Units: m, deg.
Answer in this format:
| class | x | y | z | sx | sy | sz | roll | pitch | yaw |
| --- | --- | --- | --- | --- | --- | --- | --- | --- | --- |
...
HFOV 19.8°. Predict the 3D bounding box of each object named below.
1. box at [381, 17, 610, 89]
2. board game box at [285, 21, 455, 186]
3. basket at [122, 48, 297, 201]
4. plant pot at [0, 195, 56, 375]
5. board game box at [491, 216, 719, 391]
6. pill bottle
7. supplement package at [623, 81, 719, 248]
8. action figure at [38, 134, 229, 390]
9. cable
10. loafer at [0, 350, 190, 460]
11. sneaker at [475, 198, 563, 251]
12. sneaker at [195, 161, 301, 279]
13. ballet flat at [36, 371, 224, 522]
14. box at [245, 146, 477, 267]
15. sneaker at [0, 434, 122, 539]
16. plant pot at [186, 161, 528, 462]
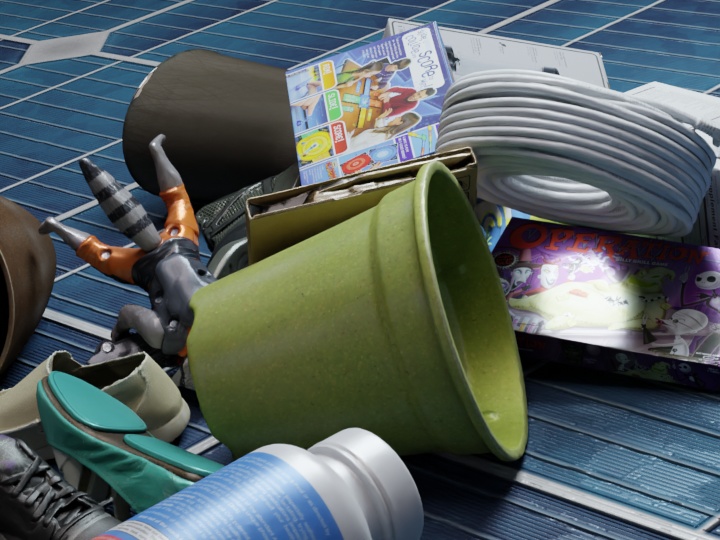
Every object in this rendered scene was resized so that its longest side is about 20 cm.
| class | x | y | z | sx | sy | sz | roll | pitch | yaw |
| --- | --- | --- | --- | --- | --- | --- | --- | --- | --- |
| box | 0.116 | -0.147 | 1.783 | 0.200 | 0.060 | 0.117 | 6 | 43 | -15 |
| board game box | 0.014 | -0.119 | 1.636 | 0.135 | 0.035 | 0.200 | -18 | 34 | 6 |
| basket | -0.080 | -0.120 | 1.853 | 0.200 | 0.136 | 0.180 | 11 | 22 | 34 |
| plant pot | -0.317 | 0.006 | 1.613 | 0.187 | 0.187 | 0.200 | -4 | 9 | 15 |
| board game box | 0.179 | 0.021 | 1.459 | 0.200 | 0.032 | 0.120 | 9 | 40 | 24 |
| pill bottle | -0.062 | 0.166 | 1.170 | 0.200 | 0.112 | 0.112 | -27 | 28 | -34 |
| supplement package | 0.256 | -0.064 | 1.591 | 0.114 | 0.110 | 0.200 | -22 | 25 | -26 |
| action figure | -0.164 | 0.019 | 1.519 | 0.200 | 0.194 | 0.105 | -34 | -17 | -13 |
| cable | 0.150 | -0.079 | 1.461 | 0.200 | 0.069 | 0.200 | 18 | -11 | -17 |
| loafer | -0.223 | 0.095 | 1.467 | 0.200 | 0.068 | 0.076 | -9 | 22 | 4 |
| sneaker | 0.119 | -0.022 | 1.597 | 0.105 | 0.076 | 0.200 | -21 | 25 | -23 |
| sneaker | -0.096 | -0.007 | 1.666 | 0.114 | 0.076 | 0.200 | -21 | 28 | 40 |
| ballet flat | -0.159 | 0.130 | 1.347 | 0.067 | 0.071 | 0.200 | 13 | 9 | -45 |
| box | 0.000 | 0.000 | 1.456 | 0.163 | 0.200 | 0.021 | -14 | 55 | -10 |
| sneaker | -0.213 | 0.152 | 1.299 | 0.200 | 0.088 | 0.076 | 7 | 27 | 35 |
| plant pot | -0.008 | 0.050 | 1.359 | 0.184 | 0.201 | 0.200 | -16 | 20 | 15 |
